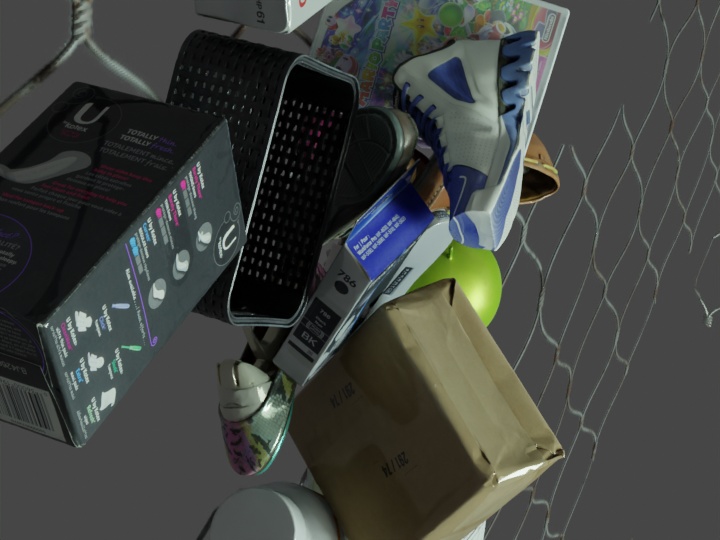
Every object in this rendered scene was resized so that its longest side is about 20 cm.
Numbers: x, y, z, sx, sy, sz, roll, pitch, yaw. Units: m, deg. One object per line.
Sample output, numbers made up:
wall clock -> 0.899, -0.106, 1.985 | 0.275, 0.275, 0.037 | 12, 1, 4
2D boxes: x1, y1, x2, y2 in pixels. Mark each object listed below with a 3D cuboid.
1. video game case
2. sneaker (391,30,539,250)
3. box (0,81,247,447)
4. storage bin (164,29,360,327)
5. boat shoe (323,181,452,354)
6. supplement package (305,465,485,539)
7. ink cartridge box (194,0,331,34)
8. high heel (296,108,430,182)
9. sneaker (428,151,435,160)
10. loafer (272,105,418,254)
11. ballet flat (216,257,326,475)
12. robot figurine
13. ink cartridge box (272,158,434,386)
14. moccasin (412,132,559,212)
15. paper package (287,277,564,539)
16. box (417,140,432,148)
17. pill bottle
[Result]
video game case -> 0.061, -0.182, 1.253 | 0.018, 0.199, 0.144 | 99, 8, -87
sneaker -> 0.076, -0.110, 1.191 | 0.081, 0.115, 0.200 | 77, 23, -56
box -> -0.173, -0.009, 0.909 | 0.200, 0.122, 0.106 | -54, 150, -39
storage bin -> -0.087, -0.066, 1.115 | 0.135, 0.093, 0.201 | 7, 98, -67
boat shoe -> 0.000, 0.000, 1.360 | 0.200, 0.070, 0.071 | -48, 150, 22
supplement package -> 0.038, 0.250, 1.545 | 0.151, 0.151, 0.201 | -37, 138, -55
ink cartridge box -> -0.041, -0.280, 1.087 | 0.200, 0.084, 0.145 | -49, 147, -48
high heel -> 0.015, -0.100, 1.325 | 0.200, 0.096, 0.068 | 3, 102, -67
sneaker -> 0.107, -0.056, 1.602 | 0.099, 0.070, 0.200 | -56, 148, -27
loafer -> -0.005, -0.076, 1.221 | 0.063, 0.072, 0.200 | -11, 161, -37
ballet flat -> -0.083, 0.073, 1.270 | 0.071, 0.069, 0.201 | 44, 59, -45
robot figurine -> 0.073, 0.013, 1.453 | 0.200, 0.115, 0.177 | -165, -111, -82
ink cartridge box -> -0.001, 0.005, 1.190 | 0.099, 0.039, 0.200 | -45, 171, -40
moccasin -> 0.114, -0.076, 1.321 | 0.074, 0.078, 0.201 | -48, 160, 26
paper package -> 0.049, 0.140, 1.301 | 0.103, 0.191, 0.200 | -14, 155, -40
box -> 0.081, -0.220, 1.363 | 0.176, 0.096, 0.201 | 13, 85, -68
pill bottle -> -0.063, 0.255, 1.365 | 0.112, 0.111, 0.200 | -69, 157, -10
